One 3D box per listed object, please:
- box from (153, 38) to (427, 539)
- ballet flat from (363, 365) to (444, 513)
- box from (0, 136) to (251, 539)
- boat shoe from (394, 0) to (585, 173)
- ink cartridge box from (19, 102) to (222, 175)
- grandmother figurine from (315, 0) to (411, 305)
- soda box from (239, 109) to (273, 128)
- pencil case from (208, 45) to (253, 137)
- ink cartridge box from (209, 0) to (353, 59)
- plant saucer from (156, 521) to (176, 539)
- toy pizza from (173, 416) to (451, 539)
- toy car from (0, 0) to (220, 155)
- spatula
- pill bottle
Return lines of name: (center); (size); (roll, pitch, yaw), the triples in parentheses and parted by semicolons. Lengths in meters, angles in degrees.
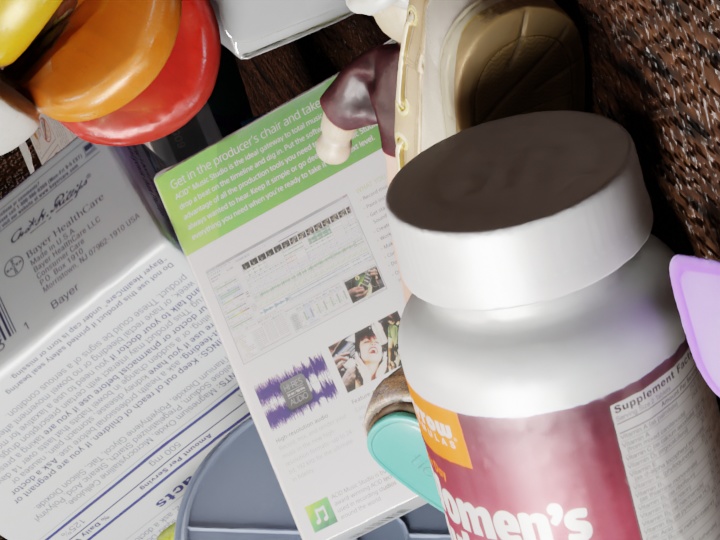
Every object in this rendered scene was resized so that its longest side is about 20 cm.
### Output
box: (0.002, 0.012, 1.160); (0.036, 0.144, 0.200); (4, -119, -67)
ballet flat: (0.088, 0.104, 1.058); (0.200, 0.068, 0.067); (45, -140, -13)
box: (-0.132, 0.050, 1.293); (0.200, 0.184, 0.105); (43, -167, -48)
boat shoe: (0.049, -0.045, 0.979); (0.200, 0.074, 0.069); (93, 154, -46)
ink cartridge box: (-0.149, -0.090, 1.425); (0.160, 0.047, 0.200); (66, 155, 8)
grandmother figurine: (0.031, -0.056, 1.057); (0.061, 0.121, 0.200); (-44, -48, -53)
soda box: (0.000, 0.000, 1.375); (0.068, 0.064, 0.200); (86, 160, -63)
pencil case: (-0.121, -0.116, 1.471); (0.085, 0.092, 0.200); (-16, -93, -63)
ink cartridge box: (-0.069, -0.203, 1.260); (0.200, 0.085, 0.145); (-132, 22, -69)
plant saucer: (0.021, 0.163, 1.226); (0.048, 0.199, 0.200); (93, 156, -45)
toy pizza: (0.010, 0.136, 1.195); (0.032, 0.200, 0.200); (92, 156, -48)
toy car: (-0.138, -0.127, 1.176); (0.150, 0.175, 0.200); (33, -177, -21)
spatula: (0.145, 0.036, 0.754); (0.200, 0.021, 0.057); (-142, 34, -71)
pill bottle: (0.076, 0.050, 0.907); (0.110, 0.109, 0.200); (-129, 19, -61)
